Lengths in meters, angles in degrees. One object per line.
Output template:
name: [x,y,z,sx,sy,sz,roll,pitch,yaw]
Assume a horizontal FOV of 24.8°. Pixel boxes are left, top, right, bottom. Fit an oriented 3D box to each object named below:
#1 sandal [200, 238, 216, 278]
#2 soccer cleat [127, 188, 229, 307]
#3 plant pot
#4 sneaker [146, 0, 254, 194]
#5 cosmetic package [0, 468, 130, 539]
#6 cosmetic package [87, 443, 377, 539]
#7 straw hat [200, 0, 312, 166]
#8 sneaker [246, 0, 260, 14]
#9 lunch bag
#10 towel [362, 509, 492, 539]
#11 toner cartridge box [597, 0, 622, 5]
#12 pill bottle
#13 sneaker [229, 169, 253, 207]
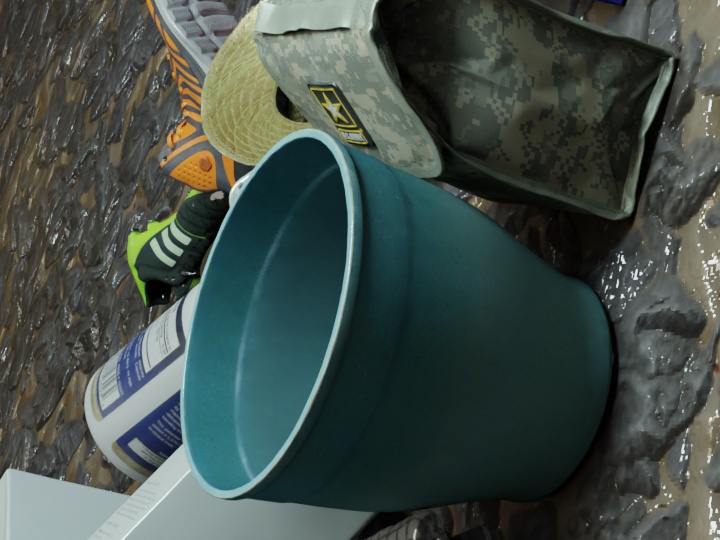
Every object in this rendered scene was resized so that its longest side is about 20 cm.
sandal: [-0.047,0.020,1.096,0.082,0.055,0.200,-38,41,-5]
soccer cleat: [-0.141,-0.025,1.440,0.200,0.067,0.081,-28,74,51]
plant pot: [0.027,0.045,0.900,0.200,0.188,0.200,-43,38,48]
sneaker: [-0.137,-0.141,1.329,0.112,0.078,0.200,-43,70,35]
cosmetic package: [-0.246,0.299,1.326,0.200,0.167,0.166,-55,31,33]
cosmetic package: [-0.089,0.170,1.033,0.200,0.113,0.081,-44,11,-19]
straw hat: [-0.010,-0.131,1.192,0.201,0.085,0.201,-18,50,22]
sneaker: [-0.039,-0.203,1.315,0.200,0.074,0.087,-62,29,24]
lunch bag: [0.047,-0.106,0.936,0.164,0.200,0.118,16,89,64]
towel: [0.027,0.248,0.907,0.166,0.085,0.200,-39,43,52]
toner cartridge box: [0.086,-0.213,1.042,0.200,0.095,0.043,34,105,63]
pill bottle: [-0.109,0.071,1.233,0.200,0.111,0.111,-38,42,33]
sneaker: [-0.073,-0.031,1.276,0.201,0.080,0.070,-67,28,17]
